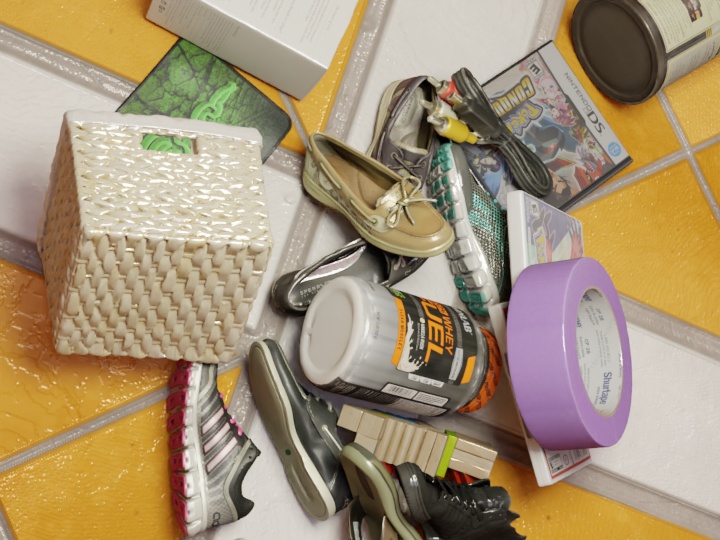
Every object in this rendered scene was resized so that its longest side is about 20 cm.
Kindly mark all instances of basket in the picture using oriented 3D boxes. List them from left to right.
[{"bbox_3d":[-0.203,-0.027,1.293,0.198,0.200,0.161,4,49,-21],"label":"basket"}]

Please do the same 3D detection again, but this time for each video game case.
[{"bbox_3d":[0.206,-0.154,1.588,0.200,0.025,0.181,-35,91,-23],"label":"video game case"},{"bbox_3d":[0.202,0.130,1.477,0.143,0.017,0.200,-5,79,-62],"label":"video game case"},{"bbox_3d":[0.216,0.025,1.494,0.182,0.023,0.201,17,67,-58],"label":"video game case"}]

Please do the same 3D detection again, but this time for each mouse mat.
[{"bbox_3d":[-0.187,-0.145,1.453,0.161,0.008,0.200,39,69,-8],"label":"mouse mat"}]

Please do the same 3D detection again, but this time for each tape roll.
[{"bbox_3d":[0.224,0.089,1.406,0.200,0.066,0.201,22,64,-56],"label":"tape roll"}]

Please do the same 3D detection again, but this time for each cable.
[{"bbox_3d":[0.145,-0.157,1.524,0.200,0.050,0.097,37,42,-34],"label":"cable"}]

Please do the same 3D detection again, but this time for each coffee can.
[{"bbox_3d":[0.380,-0.310,1.622,0.200,0.146,0.147,-30,89,-24],"label":"coffee can"}]

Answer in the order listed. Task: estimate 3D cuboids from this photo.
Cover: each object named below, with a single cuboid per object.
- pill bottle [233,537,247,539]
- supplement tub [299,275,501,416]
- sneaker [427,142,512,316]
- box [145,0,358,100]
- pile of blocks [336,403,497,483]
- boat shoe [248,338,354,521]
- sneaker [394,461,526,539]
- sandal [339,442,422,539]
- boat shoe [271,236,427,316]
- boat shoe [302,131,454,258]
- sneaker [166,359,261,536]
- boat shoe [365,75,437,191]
[{"bbox_3d":[-0.076,0.368,1.319,0.200,0.111,0.112,40,68,-8],"label":"pill bottle"},{"bbox_3d":[0.046,0.086,1.408,0.200,0.122,0.123,17,72,-34],"label":"supplement tub"},{"bbox_3d":[0.140,-0.053,1.516,0.091,0.078,0.200,-18,93,-20],"label":"sneaker"},{"bbox_3d":[-0.115,-0.299,1.463,0.200,0.097,0.125,27,67,-12],"label":"box"},{"bbox_3d":[0.055,0.195,1.428,0.200,0.082,0.062,19,91,-24],"label":"pile of blocks"},{"bbox_3d":[-0.059,0.160,1.398,0.068,0.072,0.200,-26,92,-29],"label":"boat shoe"},{"bbox_3d":[0.109,0.246,1.399,0.104,0.200,0.060,-23,47,1],"label":"sneaker"},{"bbox_3d":[0.014,0.267,1.368,0.057,0.080,0.201,-38,118,-29],"label":"sandal"},{"bbox_3d":[0.000,0.000,1.442,0.200,0.057,0.067,-23,99,-12],"label":"boat shoe"},{"bbox_3d":[0.015,-0.081,1.430,0.200,0.063,0.073,30,53,25],"label":"boat shoe"},{"bbox_3d":[-0.147,0.169,1.362,0.087,0.074,0.200,1,80,-23],"label":"sneaker"},{"bbox_3d":[0.047,-0.130,1.502,0.072,0.065,0.200,18,74,-19],"label":"boat shoe"}]
